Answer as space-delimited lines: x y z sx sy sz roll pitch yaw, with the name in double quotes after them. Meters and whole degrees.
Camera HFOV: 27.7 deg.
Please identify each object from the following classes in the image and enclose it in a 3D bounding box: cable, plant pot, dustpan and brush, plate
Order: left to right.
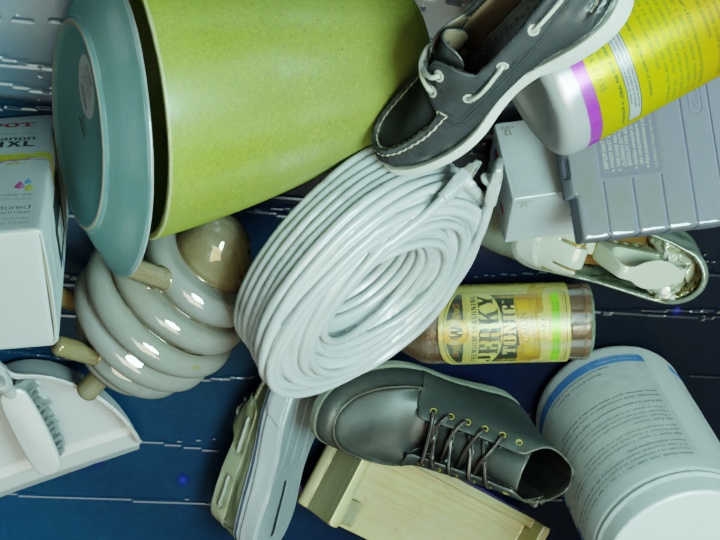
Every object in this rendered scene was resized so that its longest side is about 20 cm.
-0.263 0.097 1.114 0.139 0.057 0.201 -19 120 2 "dustpan and brush"
-0.172 -0.094 0.942 0.025 0.200 0.201 -6 121 -23 "plate"
-0.060 -0.129 0.969 0.199 0.187 0.188 -10 122 -22 "plant pot"
0.000 0.000 1.020 0.200 0.069 0.200 -31 155 -23 "cable"

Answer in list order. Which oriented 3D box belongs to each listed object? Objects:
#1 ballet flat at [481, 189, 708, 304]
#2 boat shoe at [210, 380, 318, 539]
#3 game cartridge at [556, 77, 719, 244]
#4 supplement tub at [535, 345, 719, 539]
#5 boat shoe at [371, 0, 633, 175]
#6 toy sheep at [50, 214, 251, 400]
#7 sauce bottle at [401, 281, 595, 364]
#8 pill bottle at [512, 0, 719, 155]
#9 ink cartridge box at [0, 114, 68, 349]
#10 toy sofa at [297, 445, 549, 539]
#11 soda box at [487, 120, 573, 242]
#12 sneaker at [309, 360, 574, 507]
0.178 -0.020 1.121 0.199 0.064 0.068 12 116 -16 "ballet flat"
-0.075 0.129 1.163 0.062 0.072 0.201 25 106 26 "boat shoe"
0.196 -0.124 1.027 0.129 0.038 0.201 -7 85 -1 "game cartridge"
0.223 0.162 1.152 0.131 0.200 0.133 -4 120 -7 "supplement tub"
0.072 -0.129 0.889 0.060 0.074 0.200 24 137 -39 "boat shoe"
-0.150 0.027 1.058 0.138 0.138 0.200 34 123 -25 "toy sheep"
0.081 0.043 1.139 0.199 0.065 0.065 -3 120 -2 "sauce bottle"
0.195 -0.164 0.962 0.199 0.104 0.105 -28 121 -6 "pill bottle"
-0.272 -0.027 0.963 0.145 0.200 0.083 -5 117 -7 "ink cartridge box"
0.049 0.200 1.225 0.199 0.098 0.083 30 86 -23 "toy sofa"
0.198 -0.076 1.079 0.199 0.068 0.064 -8 152 -5 "soda box"
0.066 0.124 1.107 0.199 0.106 0.075 6 107 -31 "sneaker"
